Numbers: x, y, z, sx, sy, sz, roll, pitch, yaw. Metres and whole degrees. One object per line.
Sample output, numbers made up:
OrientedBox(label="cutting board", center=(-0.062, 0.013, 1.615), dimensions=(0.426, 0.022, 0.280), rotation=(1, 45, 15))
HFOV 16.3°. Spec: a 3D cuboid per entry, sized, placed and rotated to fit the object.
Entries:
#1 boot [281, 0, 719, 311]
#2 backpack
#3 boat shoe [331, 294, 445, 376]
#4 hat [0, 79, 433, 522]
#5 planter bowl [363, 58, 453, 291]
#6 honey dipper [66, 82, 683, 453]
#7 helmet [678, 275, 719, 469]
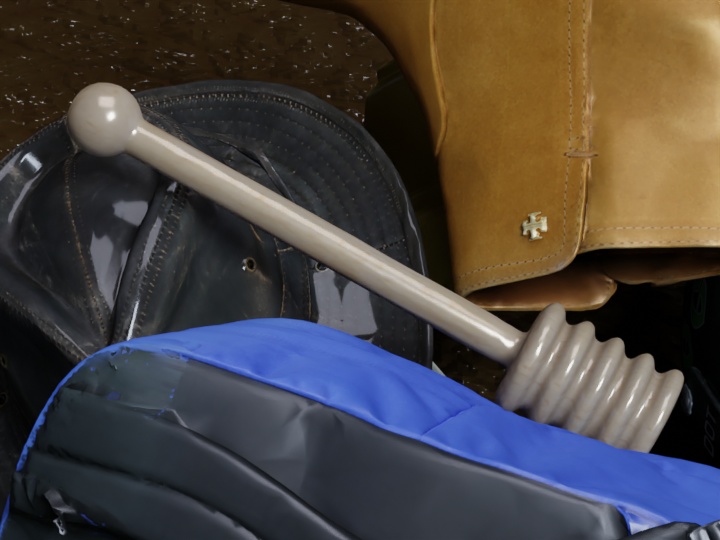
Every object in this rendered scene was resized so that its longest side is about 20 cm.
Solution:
OrientedBox(label="boot", center=(0.033, -0.058, 0.800), dimensions=(0.201, 0.071, 0.144), rotation=(-1, 70, 25))
OrientedBox(label="backpack", center=(0.003, 0.105, 0.694), dimensions=(0.200, 0.163, 0.168), rotation=(18, 6, 14))
OrientedBox(label="boat shoe", center=(-0.031, 0.044, 0.855), dimensions=(0.199, 0.075, 0.066), rotation=(19, -10, 29))
OrientedBox(label="hat", center=(-0.072, 0.006, 0.798), dimensions=(0.200, 0.081, 0.201), rotation=(-8, 59, 14))
OrientedBox(label="planter bowl", center=(0.064, -0.059, 0.903), dimensions=(0.200, 0.200, 0.084), rotation=(-32, 95, -44))
OrientedBox(label="honey dipper", center=(0.000, 0.000, 0.750), dimensions=(0.200, 0.038, 0.038), rotation=(28, 36, 3))
OrientedBox(label="helmet", center=(0.208, 0.020, 0.835), dimensions=(0.200, 0.200, 0.191), rotation=(14, 31, 7))
